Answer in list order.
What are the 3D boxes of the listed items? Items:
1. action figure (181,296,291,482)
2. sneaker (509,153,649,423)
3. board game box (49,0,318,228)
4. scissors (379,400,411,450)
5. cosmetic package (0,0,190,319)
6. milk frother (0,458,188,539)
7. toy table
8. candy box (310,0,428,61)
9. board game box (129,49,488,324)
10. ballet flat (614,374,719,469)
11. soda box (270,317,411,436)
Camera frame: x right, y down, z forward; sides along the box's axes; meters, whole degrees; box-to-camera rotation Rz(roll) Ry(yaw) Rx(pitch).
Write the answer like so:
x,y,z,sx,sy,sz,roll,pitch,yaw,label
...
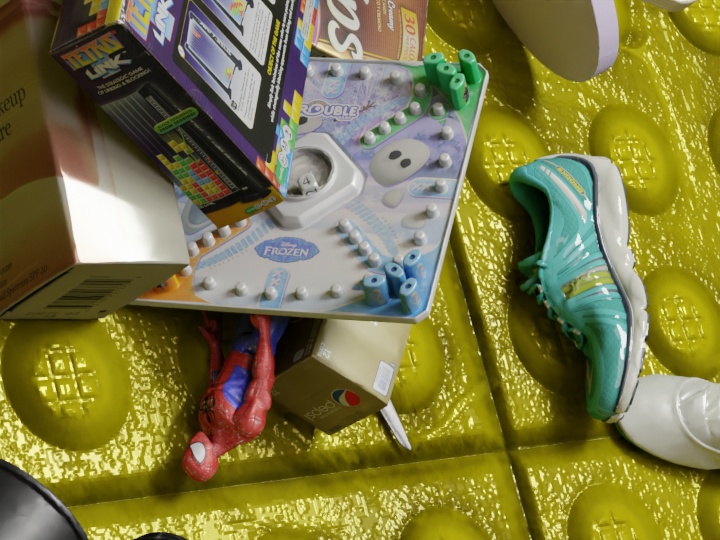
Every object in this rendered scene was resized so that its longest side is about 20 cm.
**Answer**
x,y,z,sx,sy,sz,roll,pitch,yaw,label
-0.067,0.041,1.605,0.052,0.065,0.201,34,61,-27,action figure
0.148,0.013,1.807,0.079,0.078,0.201,-2,65,-19,sneaker
-0.100,-0.153,1.558,0.165,0.057,0.201,46,35,-34,board game box
-0.014,0.023,1.696,0.200,0.014,0.073,49,47,-8,scissors
-0.180,-0.080,1.552,0.087,0.103,0.201,1,68,-40,cosmetic package
-0.190,0.208,1.346,0.181,0.200,0.188,49,48,-15,milk frother
0.155,-0.247,1.865,0.117,0.184,0.201,-29,98,-26,toy table
-0.048,-0.191,1.742,0.199,0.056,0.117,24,56,-30,candy box
-0.036,-0.061,1.614,0.026,0.199,0.201,71,28,-51,board game box
0.271,0.112,1.849,0.199,0.069,0.070,20,58,-30,ballet flat
0.000,0.000,1.665,0.064,0.068,0.201,33,53,-21,soda box
